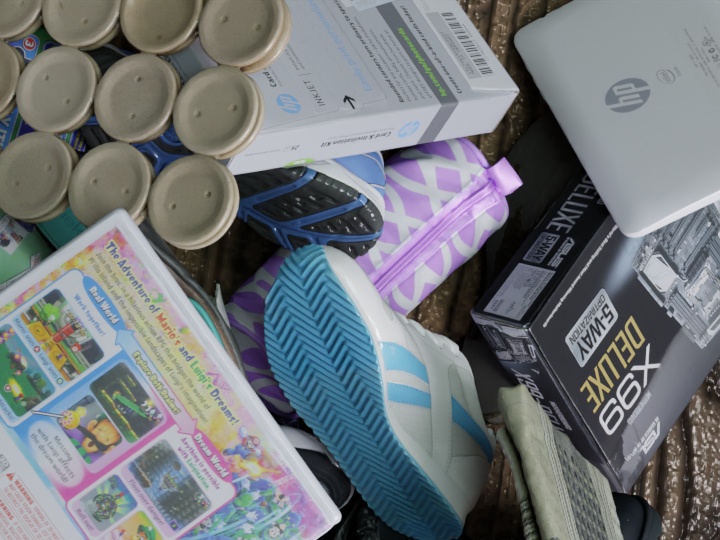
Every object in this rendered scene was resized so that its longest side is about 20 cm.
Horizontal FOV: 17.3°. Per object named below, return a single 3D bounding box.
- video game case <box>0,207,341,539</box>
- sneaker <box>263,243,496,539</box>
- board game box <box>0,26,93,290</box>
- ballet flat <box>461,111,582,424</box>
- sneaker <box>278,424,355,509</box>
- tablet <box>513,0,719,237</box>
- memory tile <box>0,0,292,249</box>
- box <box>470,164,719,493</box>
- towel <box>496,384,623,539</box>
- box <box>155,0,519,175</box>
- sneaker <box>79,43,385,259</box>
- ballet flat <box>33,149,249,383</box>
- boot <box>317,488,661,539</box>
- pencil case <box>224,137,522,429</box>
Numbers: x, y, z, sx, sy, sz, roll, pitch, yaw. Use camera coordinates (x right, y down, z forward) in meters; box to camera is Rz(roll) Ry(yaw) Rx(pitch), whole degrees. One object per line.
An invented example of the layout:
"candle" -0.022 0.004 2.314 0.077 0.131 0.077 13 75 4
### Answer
"video game case" -0.140 0.100 1.226 0.182 0.024 0.200 -36 91 -3
"sneaker" 0.012 0.058 1.332 0.081 0.076 0.200 -58 132 -39
"board game box" -0.191 -0.036 1.351 0.134 0.029 0.201 20 79 -22
"ballet flat" 0.107 -0.001 1.464 0.046 0.067 0.201 27 75 -53
"sneaker" -0.092 0.149 1.327 0.199 0.114 0.076 0 131 -17
"tablet" 0.181 -0.110 1.424 0.130 0.200 0.014 -26 135 2
"memory tile" -0.140 -0.094 1.280 0.017 0.200 0.154 34 67 -62
"box" 0.167 0.010 1.447 0.200 0.050 0.158 -52 131 -23
"towel" 0.121 0.179 1.295 0.034 0.193 0.200 -19 62 14
"box" -0.028 -0.135 1.354 0.200 0.041 0.156 -12 58 -39
"sneaker" -0.076 -0.075 1.357 0.200 0.076 0.077 28 40 -9
"ballet flat" -0.112 0.015 1.324 0.068 0.068 0.200 -30 92 22
"boot" 0.068 0.167 1.421 0.200 0.076 0.168 -47 108 -12
"pencil case" 0.000 0.000 1.399 0.200 0.085 0.084 -45 105 -20
